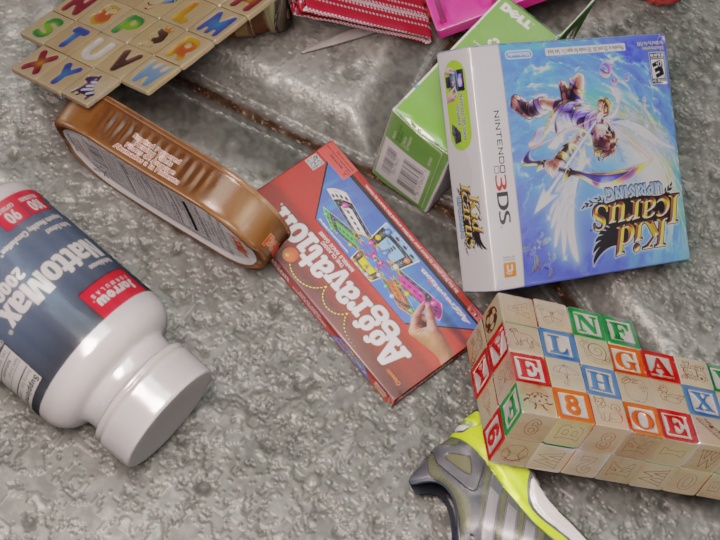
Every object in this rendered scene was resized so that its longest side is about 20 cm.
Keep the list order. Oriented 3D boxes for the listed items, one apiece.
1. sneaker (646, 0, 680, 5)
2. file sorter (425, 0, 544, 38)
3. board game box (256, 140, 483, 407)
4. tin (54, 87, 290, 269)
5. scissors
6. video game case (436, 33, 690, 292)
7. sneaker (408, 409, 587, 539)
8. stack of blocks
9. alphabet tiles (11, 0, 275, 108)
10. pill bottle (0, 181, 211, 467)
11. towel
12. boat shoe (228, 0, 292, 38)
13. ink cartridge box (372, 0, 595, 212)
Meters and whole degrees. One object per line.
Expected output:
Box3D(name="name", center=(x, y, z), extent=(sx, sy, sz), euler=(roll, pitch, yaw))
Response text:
Box3D(name="sneaker", center=(0.253, -0.325, 1.456), extent=(0.082, 0.078, 0.200), euler=(-5, 71, -21))
Box3D(name="file sorter", center=(0.128, -0.308, 1.358), extent=(0.200, 0.125, 0.139), euler=(-19, 65, 4))
Box3D(name="board game box", center=(0.000, 0.000, 1.300), extent=(0.103, 0.019, 0.200), euler=(-36, 76, -20))
Box3D(name="tin", center=(-0.143, -0.067, 1.251), extent=(0.200, 0.112, 0.042), euler=(31, 79, 15))
Box3D(name="scissors", center=(0.047, -0.213, 1.406), extent=(0.200, 0.014, 0.073), euler=(-36, 76, -22))
Box3D(name="video game case", center=(0.159, -0.085, 1.278), extent=(0.200, 0.045, 0.182), euler=(-9, 95, -33))
Box3D(name="sneaker", center=(0.111, 0.201, 1.206), extent=(0.081, 0.074, 0.200), euler=(-32, 67, -14))
Box3D(name="stack of blocks", center=(0.186, 0.094, 1.232), extent=(0.200, 0.059, 0.115), euler=(12, 42, -19))
Box3D(name="alphabet tiles", center=(-0.163, -0.195, 1.276), extent=(0.200, 0.006, 0.166), euler=(-41, 45, -24))
Box3D(name="pill bottle", center=(-0.208, 0.041, 1.193), extent=(0.200, 0.120, 0.120), euler=(40, 66, 9))
Box3D(name="towel", center=(-0.022, -0.279, 1.384), extent=(0.144, 0.022, 0.200), euler=(5, 57, -39))
Box3D(name="boat shoe", center=(-0.116, -0.278, 1.378), extent=(0.074, 0.076, 0.200), euler=(-18, 65, 1))
Box3D(name="ink cartridge box", center=(0.098, -0.149, 1.336), extent=(0.059, 0.104, 0.200), euler=(39, 66, 8))
